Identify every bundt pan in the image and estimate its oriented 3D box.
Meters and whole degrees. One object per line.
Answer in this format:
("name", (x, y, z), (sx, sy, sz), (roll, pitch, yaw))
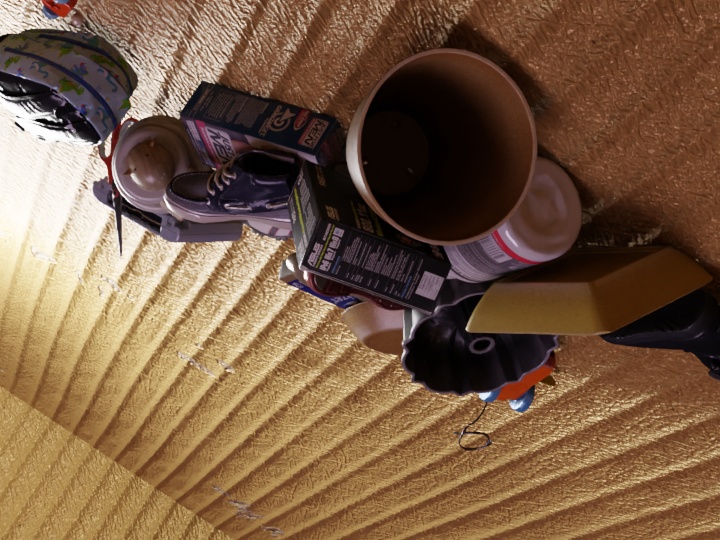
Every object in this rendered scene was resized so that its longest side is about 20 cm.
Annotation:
("bundt pan", (0.139, 0.062, 1.684), (0.199, 0.076, 0.203), (-8, 140, -6))

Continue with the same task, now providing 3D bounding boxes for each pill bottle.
("pill bottle", (0.143, -0.048, 1.518), (0.110, 0.111, 0.199), (39, 155, -16))

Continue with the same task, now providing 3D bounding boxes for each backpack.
("backpack", (-0.375, -0.231, 1.763), (0.164, 0.154, 0.200), (55, 168, -32))

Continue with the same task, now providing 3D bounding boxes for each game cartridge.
("game cartridge", (-0.258, -0.084, 1.896), (0.199, 0.132, 0.041), (28, 115, 39))

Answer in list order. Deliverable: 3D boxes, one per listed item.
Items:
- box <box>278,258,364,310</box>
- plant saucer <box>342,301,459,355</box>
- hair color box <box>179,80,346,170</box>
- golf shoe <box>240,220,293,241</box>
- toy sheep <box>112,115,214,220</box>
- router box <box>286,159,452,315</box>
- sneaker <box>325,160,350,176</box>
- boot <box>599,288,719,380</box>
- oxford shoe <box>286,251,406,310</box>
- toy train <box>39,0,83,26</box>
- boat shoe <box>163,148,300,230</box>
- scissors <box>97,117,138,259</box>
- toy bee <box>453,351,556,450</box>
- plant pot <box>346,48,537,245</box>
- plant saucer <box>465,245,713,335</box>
("box", (0.009, 0.022, 1.780), (0.199, 0.033, 0.121), (23, 154, -32))
("plant saucer", (0.074, 0.079, 1.815), (0.197, 0.036, 0.200), (2, 162, 1))
("hair color box", (-0.113, -0.154, 1.677), (0.198, 0.061, 0.100), (18, 153, 26))
("golf shoe", (-0.069, -0.084, 1.753), (0.198, 0.078, 0.089), (9, 141, 23))
("toy sheep", (-0.254, -0.135, 1.791), (0.137, 0.139, 0.200), (33, -175, -4))
("router box", (0.005, -0.039, 1.479), (0.148, 0.063, 0.200), (19, -162, -14))
("sneaker", (0.027, -0.058, 1.659), (0.198, 0.076, 0.115), (26, 162, -13))
("boot", (0.371, 0.087, 1.545), (0.168, 0.077, 0.199), (37, 163, -23))
("oxford shoe", (0.000, 0.000, 1.666), (0.199, 0.071, 0.074), (14, -175, -41))
("toy train", (-0.356, -0.365, 1.581), (0.150, 0.056, 0.200), (36, 158, -12))
("boat shoe", (-0.150, -0.108, 1.645), (0.197, 0.075, 0.093), (6, 143, 17))
("scissors", (-0.332, -0.114, 1.867), (0.072, 0.203, 0.014), (2, 172, 30))
("toy bee", (0.182, 0.134, 1.839), (0.199, 0.110, 0.131), (-32, 130, 30))
("plant pot", (0.057, -0.125, 1.427), (0.186, 0.187, 0.200), (38, 173, -15))
("plant saucer", (0.239, 0.016, 1.483), (0.199, 0.199, 0.049), (-2, 104, 49))
